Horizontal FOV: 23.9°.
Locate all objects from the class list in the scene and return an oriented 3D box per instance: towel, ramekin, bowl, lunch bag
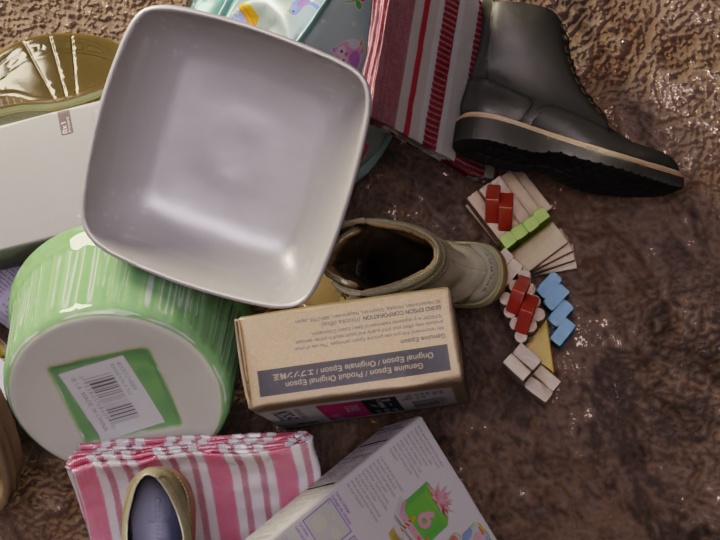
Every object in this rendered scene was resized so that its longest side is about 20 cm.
[{"bbox_3d":[-0.127,0.194,1.368,0.198,0.147,0.030,-4,39,5],"label":"towel"},{"bbox_3d":[-0.188,0.069,1.352,0.198,0.201,0.098,-4,39,5],"label":"ramekin"},{"bbox_3d":[-0.098,-0.087,1.279,0.199,0.075,0.201,18,102,3],"label":"bowl"},{"bbox_3d":[0.065,-0.165,1.389,0.023,0.200,0.145,4,79,35],"label":"towel"},{"bbox_3d":[-0.041,-0.169,1.395,0.122,0.170,0.201,26,84,35],"label":"lunch bag"}]

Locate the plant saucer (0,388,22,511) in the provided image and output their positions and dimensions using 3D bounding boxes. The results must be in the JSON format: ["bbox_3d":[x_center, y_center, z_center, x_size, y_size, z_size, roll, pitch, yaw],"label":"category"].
[{"bbox_3d":[-0.332,0.103,1.384,0.029,0.200,0.201,-29,76,-30],"label":"plant saucer"}]

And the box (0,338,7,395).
[{"bbox_3d":[-0.358,0.035,1.444,0.200,0.041,0.039,43,75,2],"label":"box"}]

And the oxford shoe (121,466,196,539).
[{"bbox_3d":[-0.151,0.246,1.270,0.070,0.074,0.202,-11,80,1],"label":"oxford shoe"}]

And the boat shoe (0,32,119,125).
[{"bbox_3d":[-0.290,-0.143,1.440,0.199,0.063,0.074,-19,61,-5],"label":"boat shoe"}]

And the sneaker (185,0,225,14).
[{"bbox_3d":[-0.128,-0.192,1.475,0.200,0.071,0.080,-49,59,2],"label":"sneaker"}]

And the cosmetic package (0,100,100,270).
[{"bbox_3d":[-0.264,-0.067,1.401,0.199,0.090,0.108,-15,82,0],"label":"cosmetic package"}]

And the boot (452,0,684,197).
[{"bbox_3d":[0.182,-0.145,1.408,0.199,0.077,0.139,15,73,-19],"label":"boot"}]

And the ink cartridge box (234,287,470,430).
[{"bbox_3d":[0.000,0.073,1.339,0.163,0.200,0.076,-10,80,5],"label":"ink cartridge box"}]

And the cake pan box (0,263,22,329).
[{"bbox_3d":[-0.281,-0.050,1.467,0.200,0.052,0.185,36,83,11],"label":"cake pan box"}]

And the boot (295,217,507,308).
[{"bbox_3d":[0.000,0.000,1.360,0.199,0.154,0.073,-4,83,26],"label":"boot"}]

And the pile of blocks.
[{"bbox_3d":[0.142,0.008,1.408,0.081,0.062,0.202,-13,79,3],"label":"pile of blocks"}]

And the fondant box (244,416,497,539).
[{"bbox_3d":[0.006,0.228,1.317,0.200,0.058,0.145,-36,96,-33],"label":"fondant box"}]
